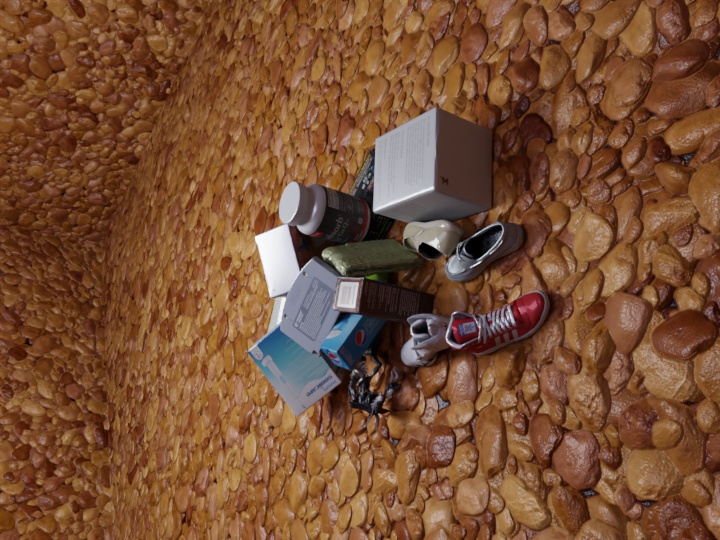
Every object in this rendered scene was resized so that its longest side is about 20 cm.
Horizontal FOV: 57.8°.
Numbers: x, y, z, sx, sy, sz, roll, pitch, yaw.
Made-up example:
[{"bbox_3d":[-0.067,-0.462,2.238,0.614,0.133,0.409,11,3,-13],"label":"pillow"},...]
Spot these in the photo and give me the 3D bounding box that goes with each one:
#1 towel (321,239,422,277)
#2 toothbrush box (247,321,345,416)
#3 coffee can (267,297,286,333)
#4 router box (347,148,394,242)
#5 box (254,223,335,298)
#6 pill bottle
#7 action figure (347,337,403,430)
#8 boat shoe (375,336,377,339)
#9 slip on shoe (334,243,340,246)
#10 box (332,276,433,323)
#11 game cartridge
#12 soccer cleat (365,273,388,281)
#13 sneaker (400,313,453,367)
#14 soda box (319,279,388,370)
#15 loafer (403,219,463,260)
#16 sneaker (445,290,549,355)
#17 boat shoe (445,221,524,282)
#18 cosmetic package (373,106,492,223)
[{"bbox_3d":[0.026,-0.027,1.440,0.148,0.195,0.038,-143,50,-57],"label":"towel"},{"bbox_3d":[-0.152,0.221,1.574,0.145,0.202,0.085,-38,3,11],"label":"toothbrush box"},{"bbox_3d":[-0.171,0.161,1.698,0.145,0.143,0.206,14,91,55],"label":"coffee can"},{"bbox_3d":[0.031,-0.167,1.584,0.203,0.061,0.151,-60,39,24],"label":"router box"},{"bbox_3d":[-0.144,-0.027,1.591,0.104,0.199,0.157,-18,86,27],"label":"box"},{"bbox_3d":[-0.083,-0.132,1.507,0.115,0.196,0.119,-22,62,49],"label":"pill bottle"},{"bbox_3d":[0.023,0.238,1.430,0.103,0.116,0.204,-51,37,39],"label":"action figure"},{"bbox_3d":[-0.035,0.150,1.577,0.197,0.065,0.073,-7,41,50],"label":"boat shoe"},{"bbox_3d":[-0.099,-0.011,1.718,0.201,0.073,0.062,-49,47,27],"label":"slip on shoe"},{"bbox_3d":[0.050,0.066,1.368,0.099,0.196,0.077,1,78,53],"label":"box"},{"bbox_3d":[-0.102,0.077,1.454,0.132,0.040,0.203,32,115,10],"label":"game cartridge"},{"bbox_3d":[0.000,0.000,1.580,0.199,0.066,0.083,40,124,52],"label":"soccer cleat"},{"bbox_3d":[0.123,0.138,1.315,0.199,0.113,0.077,-32,54,46],"label":"sneaker"},{"bbox_3d":[0.001,0.116,1.438,0.067,0.065,0.201,6,51,51],"label":"soda box"},{"bbox_3d":[0.139,-0.059,1.359,0.070,0.074,0.199,-66,18,-13],"label":"loafer"},{"bbox_3d":[0.238,0.093,1.168,0.199,0.110,0.073,-42,49,40],"label":"sneaker"},{"bbox_3d":[0.223,-0.041,1.264,0.200,0.070,0.072,-35,53,44],"label":"boat shoe"},{"bbox_3d":[0.147,-0.202,1.343,0.198,0.163,0.173,-13,69,53],"label":"cosmetic package"}]
